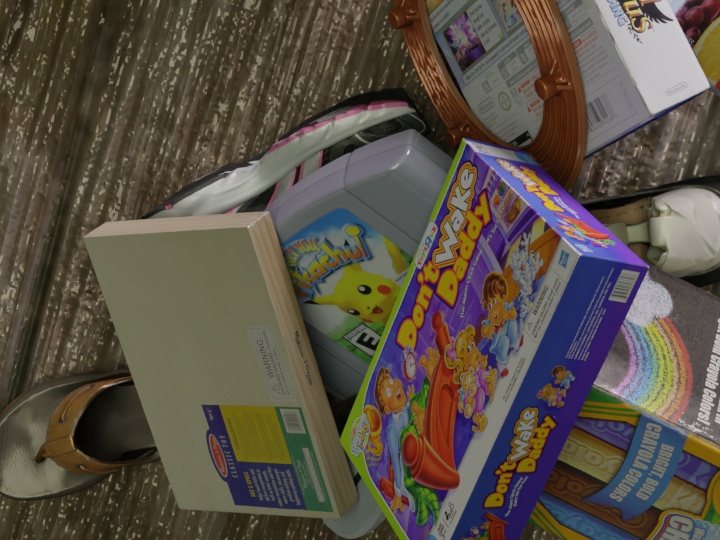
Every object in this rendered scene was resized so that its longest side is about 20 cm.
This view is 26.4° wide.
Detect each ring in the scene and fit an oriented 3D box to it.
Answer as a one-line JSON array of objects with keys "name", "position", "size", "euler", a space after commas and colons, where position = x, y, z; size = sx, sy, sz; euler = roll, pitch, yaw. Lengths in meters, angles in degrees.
[{"name": "ring", "position": [0.066, -0.130, 0.895], "size": [0.019, 0.200, 0.201], "euler": [-25, 89, -18]}]

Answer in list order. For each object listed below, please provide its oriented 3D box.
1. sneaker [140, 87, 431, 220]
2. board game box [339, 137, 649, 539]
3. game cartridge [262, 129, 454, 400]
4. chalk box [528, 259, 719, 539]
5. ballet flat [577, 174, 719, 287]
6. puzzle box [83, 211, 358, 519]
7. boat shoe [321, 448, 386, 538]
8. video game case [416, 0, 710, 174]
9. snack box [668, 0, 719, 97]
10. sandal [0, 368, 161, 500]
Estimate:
[{"name": "sneaker", "position": [-0.036, -0.046, 0.990], "size": [0.199, 0.080, 0.087], "euler": [-26, 101, 22]}, {"name": "board game box", "position": [0.064, 0.049, 0.823], "size": [0.045, 0.135, 0.201], "euler": [9, 114, -29]}, {"name": "game cartridge", "position": [0.000, 0.000, 0.932], "size": [0.133, 0.041, 0.200], "euler": [37, 131, -19]}, {"name": "chalk box", "position": [0.185, 0.097, 0.891], "size": [0.199, 0.125, 0.124], "euler": [27, 132, 3]}, {"name": "ballet flat", "position": [0.166, -0.016, 0.939], "size": [0.199, 0.068, 0.068], "euler": [-9, 91, 13]}, {"name": "puzzle box", "position": [-0.086, 0.062, 0.950], "size": [0.133, 0.025, 0.201], "euler": [-2, 114, 33]}, {"name": "boat shoe", "position": [0.038, 0.088, 0.953], "size": [0.072, 0.062, 0.200], "euler": [48, 125, 14]}, {"name": "video game case", "position": [0.099, -0.151, 0.874], "size": [0.045, 0.200, 0.182], "euler": [-27, 89, -18]}, {"name": "snack box", "position": [0.247, -0.195, 0.867], "size": [0.200, 0.142, 0.053], "euler": [-53, 49, 11]}, {"name": "sandal", "position": [-0.167, 0.109, 1.033], "size": [0.199, 0.055, 0.082], "euler": [-10, 94, 13]}]
